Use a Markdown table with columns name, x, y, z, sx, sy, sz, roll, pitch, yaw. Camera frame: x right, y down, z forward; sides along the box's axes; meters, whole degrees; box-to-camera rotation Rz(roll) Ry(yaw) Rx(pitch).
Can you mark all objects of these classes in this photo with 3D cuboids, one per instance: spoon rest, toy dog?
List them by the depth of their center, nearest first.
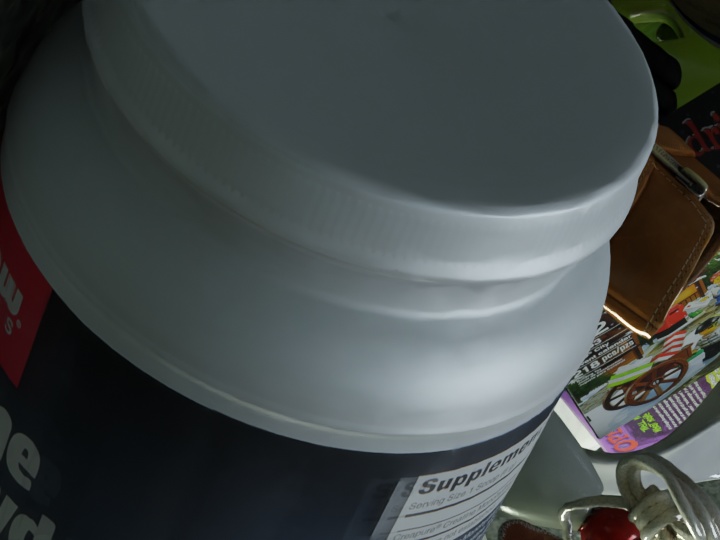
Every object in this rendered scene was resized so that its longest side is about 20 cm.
| name | x | y | z | sx | sy | sz | roll | pitch | yaw |
| --- | --- | --- | --- | --- | --- | --- | --- | --- | --- |
| toy dog | 0.059 | 0.103 | 0.988 | 0.096 | 0.200 | 0.132 | -36 | 146 | -17 |
| spoon rest | 0.159 | 0.069 | 1.077 | 0.100 | 0.198 | 0.061 | 100 | -15 | -55 |

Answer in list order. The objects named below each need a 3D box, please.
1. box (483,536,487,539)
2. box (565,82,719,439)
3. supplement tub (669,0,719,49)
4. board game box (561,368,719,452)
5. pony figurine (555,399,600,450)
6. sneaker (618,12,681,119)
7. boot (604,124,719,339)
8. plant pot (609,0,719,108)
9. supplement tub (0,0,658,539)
| name | x | y | z | sx | sy | sz | roll | pitch | yaw |
| --- | --- | --- | --- | --- | --- | --- | --- | --- | --- |
| box | -0.024 | 0.168 | 1.068 | 0.200 | 0.127 | 0.110 | -41 | 117 | -66 |
| box | 0.151 | -0.024 | 0.867 | 0.199 | 0.038 | 0.137 | -32 | 151 | 4 |
| supplement tub | 0.151 | -0.170 | 0.825 | 0.145 | 0.144 | 0.200 | -58 | 152 | -6 |
| board game box | 0.135 | 0.020 | 1.076 | 0.119 | 0.032 | 0.200 | -24 | 144 | 14 |
| pony figurine | 0.064 | 0.059 | 1.380 | 0.193 | 0.166 | 0.201 | -56 | -168 | 38 |
| sneaker | 0.050 | -0.060 | 0.882 | 0.199 | 0.070 | 0.100 | 11 | 87 | -44 |
| boot | 0.066 | -0.061 | 0.794 | 0.200 | 0.154 | 0.074 | -52 | 169 | -46 |
| plant pot | 0.158 | -0.068 | 1.139 | 0.200 | 0.198 | 0.183 | 111 | -25 | -51 |
| supplement tub | -0.026 | 0.019 | 0.542 | 0.140 | 0.140 | 0.201 | -50 | 168 | -52 |
